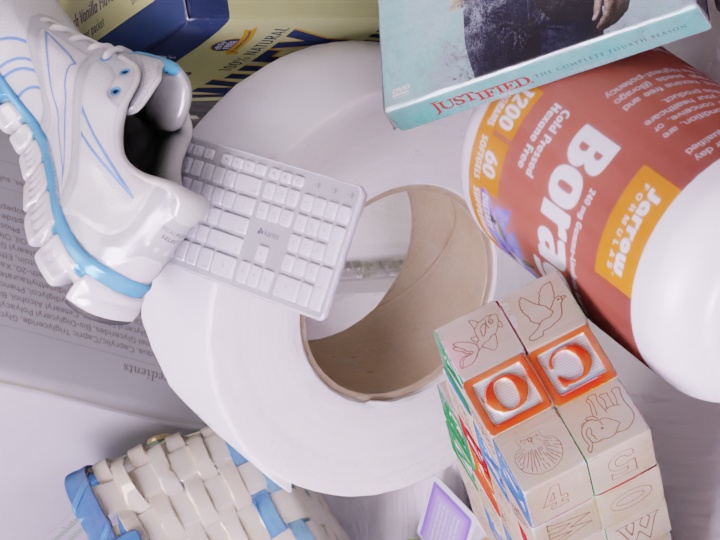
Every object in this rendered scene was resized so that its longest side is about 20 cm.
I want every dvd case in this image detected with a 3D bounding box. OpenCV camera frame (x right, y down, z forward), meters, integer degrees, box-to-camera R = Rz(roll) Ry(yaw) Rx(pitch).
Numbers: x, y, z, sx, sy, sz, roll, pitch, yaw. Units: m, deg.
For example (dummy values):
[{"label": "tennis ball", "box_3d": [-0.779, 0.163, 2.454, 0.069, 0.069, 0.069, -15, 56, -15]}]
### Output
[{"label": "dvd case", "box_3d": [0.071, -0.166, 1.126, 0.145, 0.022, 0.201, -17, 55, 23]}]

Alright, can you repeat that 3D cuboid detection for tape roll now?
[{"label": "tape roll", "box_3d": [0.000, 0.000, 1.207, 0.071, 0.201, 0.204, 33, 120, 50]}]

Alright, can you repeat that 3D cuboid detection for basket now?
[{"label": "basket", "box_3d": [-0.103, 0.170, 1.334, 0.139, 0.199, 0.176, 55, 177, 24]}]

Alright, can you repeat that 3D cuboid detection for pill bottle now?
[{"label": "pill bottle", "box_3d": [0.136, -0.017, 1.072, 0.200, 0.112, 0.113, 41, 126, 49]}]

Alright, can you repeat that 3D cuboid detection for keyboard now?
[{"label": "keyboard", "box_3d": [-0.065, -0.026, 1.127, 0.199, 0.011, 0.057, 19, 86, 52]}]

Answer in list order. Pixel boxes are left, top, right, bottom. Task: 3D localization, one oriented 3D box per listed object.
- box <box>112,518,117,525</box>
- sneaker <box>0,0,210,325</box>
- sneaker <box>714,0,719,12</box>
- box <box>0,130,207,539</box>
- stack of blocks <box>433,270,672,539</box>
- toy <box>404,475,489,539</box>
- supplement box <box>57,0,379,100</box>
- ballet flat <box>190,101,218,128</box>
[{"label": "box", "box_3d": [-0.197, 0.135, 1.619, 0.200, 0.106, 0.153, 46, 130, 45]}, {"label": "sneaker", "box_3d": [-0.115, -0.076, 1.154, 0.087, 0.075, 0.201, -42, 56, 23]}, {"label": "sneaker", "box_3d": [0.196, -0.173, 1.005, 0.201, 0.067, 0.109, -19, 79, 59]}, {"label": "box", "box_3d": [-0.220, 0.046, 1.404, 0.199, 0.199, 0.172, -42, 46, 37]}, {"label": "stack of blocks", "box_3d": [0.083, 0.087, 1.120, 0.115, 0.058, 0.200, 61, 174, 34]}, {"label": "toy", "box_3d": [0.062, 0.203, 1.270, 0.200, 0.047, 0.116, 48, 133, 45]}, {"label": "supplement box", "box_3d": [-0.040, -0.193, 1.253, 0.134, 0.199, 0.202, -24, 73, 56]}, {"label": "ballet flat", "box_3d": [-0.121, -0.102, 1.420, 0.199, 0.068, 0.068, -14, 51, 41]}]
